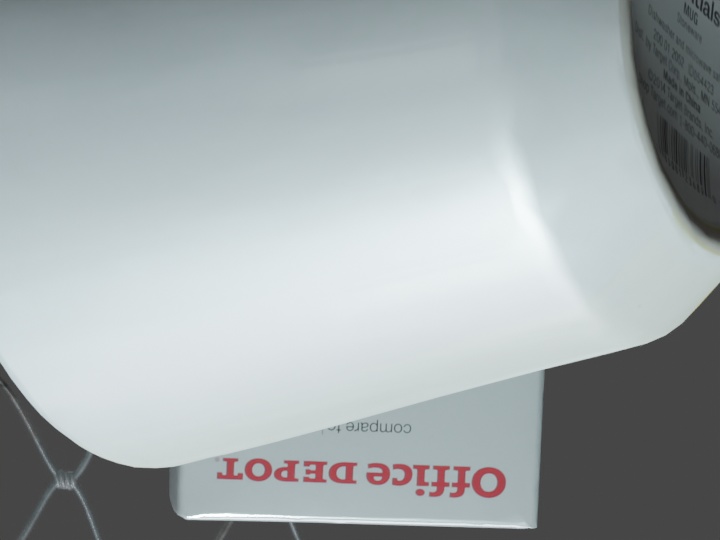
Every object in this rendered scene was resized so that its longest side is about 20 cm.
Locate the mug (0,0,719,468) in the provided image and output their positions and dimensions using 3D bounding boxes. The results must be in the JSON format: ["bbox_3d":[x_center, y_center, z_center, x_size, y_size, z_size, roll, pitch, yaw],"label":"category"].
[{"bbox_3d":[0.017,-0.043,0.595,0.153,0.150,0.187,-8,-159,31],"label":"mug"}]

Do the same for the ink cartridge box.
[{"bbox_3d":[0.000,0.000,1.024,0.144,0.201,0.084,2,180,-6],"label":"ink cartridge box"}]
